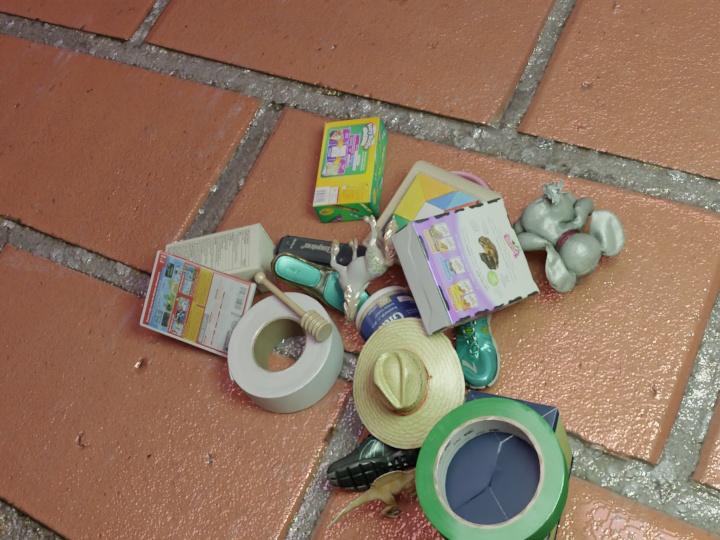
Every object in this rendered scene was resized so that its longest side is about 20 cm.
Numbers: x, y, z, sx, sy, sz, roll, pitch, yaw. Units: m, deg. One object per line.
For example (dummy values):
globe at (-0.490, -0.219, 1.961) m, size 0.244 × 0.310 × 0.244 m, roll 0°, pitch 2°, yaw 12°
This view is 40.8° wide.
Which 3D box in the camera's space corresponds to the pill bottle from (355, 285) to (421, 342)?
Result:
pill bottle at (0.083, 0.131, 1.593) m, size 0.110 × 0.111 × 0.201 m, roll -35°, pitch 55°, yaw -3°

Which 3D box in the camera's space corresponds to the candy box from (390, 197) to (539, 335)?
candy box at (0.168, -0.009, 1.535) m, size 0.197 × 0.071 × 0.171 m, roll -15°, pitch 80°, yaw -35°

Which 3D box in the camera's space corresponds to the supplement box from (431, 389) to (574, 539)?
supplement box at (0.210, 0.311, 1.382) m, size 0.132 × 0.201 × 0.203 m, roll 9°, pitch 64°, yaw 24°

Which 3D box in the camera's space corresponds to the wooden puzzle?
wooden puzzle at (0.120, -0.090, 1.668) m, size 0.183 × 0.037 × 0.201 m, roll 27°, pitch 73°, yaw 32°

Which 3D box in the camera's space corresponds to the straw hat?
straw hat at (0.059, 0.168, 1.479) m, size 0.197 × 0.085 × 0.206 m, roll -4°, pitch 77°, yaw 19°

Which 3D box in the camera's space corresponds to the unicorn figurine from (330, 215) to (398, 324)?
unicorn figurine at (0.000, 0.000, 1.639) m, size 0.073 × 0.200 × 0.140 m, roll 2°, pitch 61°, yaw -27°

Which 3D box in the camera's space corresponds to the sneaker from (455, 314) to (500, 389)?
sneaker at (0.182, 0.099, 1.595) m, size 0.076 × 0.080 × 0.203 m, roll -13°, pitch 58°, yaw 12°

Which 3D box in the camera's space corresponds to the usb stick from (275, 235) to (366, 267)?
usb stick at (-0.067, -0.030, 1.795) m, size 0.196 × 0.033 × 0.056 m, roll 9°, pitch 65°, yaw 25°

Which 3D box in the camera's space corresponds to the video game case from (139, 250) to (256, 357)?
video game case at (-0.298, 0.062, 1.764) m, size 0.197 × 0.017 × 0.146 m, roll 19°, pitch 99°, yaw 12°

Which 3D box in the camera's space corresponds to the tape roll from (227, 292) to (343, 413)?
tape roll at (-0.132, 0.144, 1.693) m, size 0.198 × 0.071 × 0.206 m, roll -9°, pitch 58°, yaw 15°

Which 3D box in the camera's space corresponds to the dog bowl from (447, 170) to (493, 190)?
dog bowl at (0.162, -0.089, 1.718) m, size 0.196 × 0.074 × 0.204 m, roll -9°, pitch 58°, yaw 15°

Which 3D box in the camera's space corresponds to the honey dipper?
honey dipper at (-0.124, 0.058, 1.680) m, size 0.038 × 0.038 × 0.199 m, roll -46°, pitch 52°, yaw -10°

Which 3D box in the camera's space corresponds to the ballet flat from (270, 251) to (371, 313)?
ballet flat at (-0.070, 0.024, 1.727) m, size 0.197 × 0.072 × 0.069 m, roll 22°, pitch 88°, yaw -9°

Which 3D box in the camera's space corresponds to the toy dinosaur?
toy dinosaur at (0.040, 0.338, 1.491) m, size 0.197 × 0.101 × 0.059 m, roll -28°, pitch 55°, yaw 3°

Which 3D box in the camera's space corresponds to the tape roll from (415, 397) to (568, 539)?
tape roll at (0.172, 0.270, 1.269) m, size 0.196 × 0.048 × 0.204 m, roll -10°, pitch 58°, yaw 15°

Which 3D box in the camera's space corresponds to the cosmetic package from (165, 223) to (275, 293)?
cosmetic package at (-0.265, -0.006, 1.822) m, size 0.196 × 0.088 × 0.105 m, roll -11°, pitch 57°, yaw 16°

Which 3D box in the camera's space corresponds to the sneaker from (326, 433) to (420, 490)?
sneaker at (0.037, 0.289, 1.551) m, size 0.196 × 0.076 × 0.080 m, roll -19°, pitch 45°, yaw -2°

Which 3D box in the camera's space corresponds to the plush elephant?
plush elephant at (0.337, -0.045, 1.583) m, size 0.162 × 0.200 × 0.157 m, roll -26°, pitch 73°, yaw -5°

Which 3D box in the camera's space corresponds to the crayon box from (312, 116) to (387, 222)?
crayon box at (-0.018, -0.195, 1.859) m, size 0.116 × 0.058 × 0.203 m, roll -3°, pitch 59°, yaw 18°
